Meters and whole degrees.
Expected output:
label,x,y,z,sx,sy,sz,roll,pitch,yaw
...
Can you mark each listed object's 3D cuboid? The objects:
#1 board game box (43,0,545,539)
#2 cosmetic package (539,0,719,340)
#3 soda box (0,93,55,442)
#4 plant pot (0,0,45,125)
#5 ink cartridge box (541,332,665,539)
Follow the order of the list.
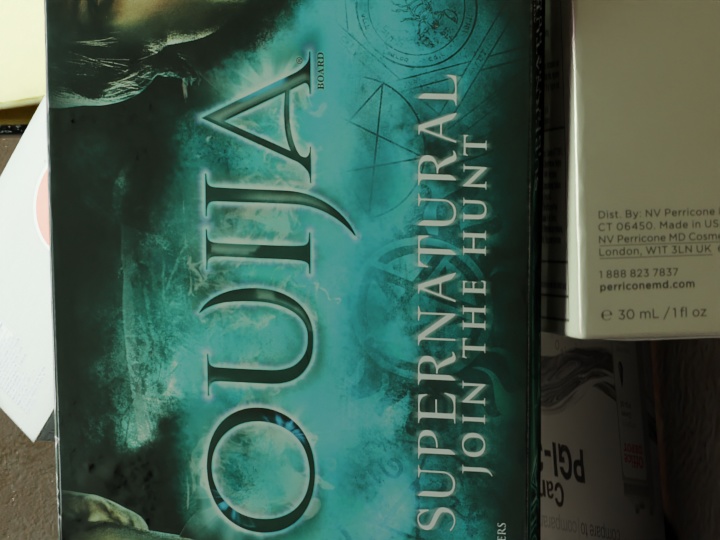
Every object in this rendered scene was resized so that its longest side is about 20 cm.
label,x,y,z,sx,sy,sz,roll,pitch,yaw
board game box,-0.018,0.005,0.755,0.028,0.135,0.200,-42,-47,-73
cosmetic package,0.081,-0.082,0.771,0.105,0.071,0.200,-163,71,-82
soda box,-0.045,-0.046,0.812,0.063,0.068,0.200,41,110,32
plant pot,-0.083,-0.172,1.175,0.194,0.195,0.200,-10,-87,-68
ink cartridge box,0.033,0.029,0.885,0.146,0.083,0.200,19,-116,-62
